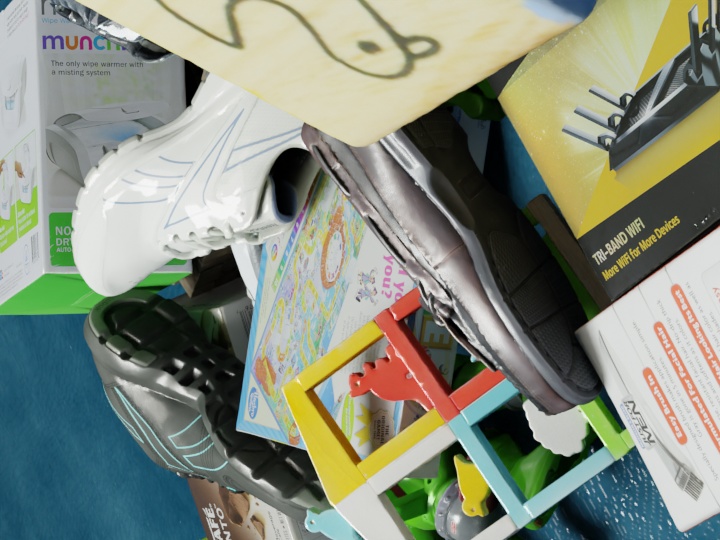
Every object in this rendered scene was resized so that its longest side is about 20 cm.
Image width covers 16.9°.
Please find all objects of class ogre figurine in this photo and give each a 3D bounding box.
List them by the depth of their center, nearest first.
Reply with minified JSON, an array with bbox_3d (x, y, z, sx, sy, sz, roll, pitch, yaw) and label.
[{"bbox_3d":[0.063,0.119,1.317,0.119,0.098,0.201,25,143,34],"label":"ogre figurine"}]

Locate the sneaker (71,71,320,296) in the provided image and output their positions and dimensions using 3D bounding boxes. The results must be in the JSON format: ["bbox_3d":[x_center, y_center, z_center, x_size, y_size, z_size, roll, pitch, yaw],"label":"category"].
[{"bbox_3d":[-0.082,-0.044,1.310,0.200,0.074,0.087,-42,64,28],"label":"sneaker"}]

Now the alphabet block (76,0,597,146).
[{"bbox_3d":[-0.003,-0.198,1.047,0.195,0.197,0.200,28,156,-18],"label":"alphabet block"}]

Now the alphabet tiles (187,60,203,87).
[{"bbox_3d":[-0.049,-0.120,1.420,0.200,0.006,0.167,-16,96,60],"label":"alphabet tiles"}]

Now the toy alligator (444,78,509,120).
[{"bbox_3d":[0.039,-0.106,1.220,0.054,0.059,0.201,-44,68,27],"label":"toy alligator"}]

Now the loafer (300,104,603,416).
[{"bbox_3d":[0.044,-0.011,1.188,0.063,0.072,0.201,-35,86,32],"label":"loafer"}]

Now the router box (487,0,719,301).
[{"bbox_3d":[0.139,-0.097,1.091,0.158,0.052,0.200,61,149,10],"label":"router box"}]

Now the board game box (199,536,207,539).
[{"bbox_3d":[-0.057,0.268,1.601,0.201,0.101,0.048,56,147,18],"label":"board game box"}]

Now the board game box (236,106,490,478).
[{"bbox_3d":[0.000,0.000,1.302,0.134,0.034,0.202,12,95,49],"label":"board game box"}]

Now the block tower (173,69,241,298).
[{"bbox_3d":[-0.075,-0.060,1.444,0.054,0.058,0.200,55,150,19],"label":"block tower"}]

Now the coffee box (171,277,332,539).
[{"bbox_3d":[-0.055,0.107,1.508,0.113,0.080,0.201,-5,105,56],"label":"coffee box"}]

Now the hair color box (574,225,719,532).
[{"bbox_3d":[0.188,0.032,1.090,0.111,0.064,0.200,62,148,8],"label":"hair color box"}]

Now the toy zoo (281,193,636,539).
[{"bbox_3d":[0.051,0.073,1.227,0.132,0.200,0.020,55,-169,7],"label":"toy zoo"}]

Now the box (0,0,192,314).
[{"bbox_3d":[-0.174,-0.071,1.479,0.200,0.096,0.178,154,115,-70],"label":"box"}]

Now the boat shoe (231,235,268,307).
[{"bbox_3d":[-0.036,0.017,1.406,0.071,0.072,0.201,14,133,56],"label":"boat shoe"}]

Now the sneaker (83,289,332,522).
[{"bbox_3d":[-0.081,0.089,1.418,0.200,0.075,0.080,37,140,28],"label":"sneaker"}]

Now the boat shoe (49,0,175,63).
[{"bbox_3d":[-0.084,-0.150,1.328,0.200,0.091,0.071,24,172,41],"label":"boat shoe"}]
